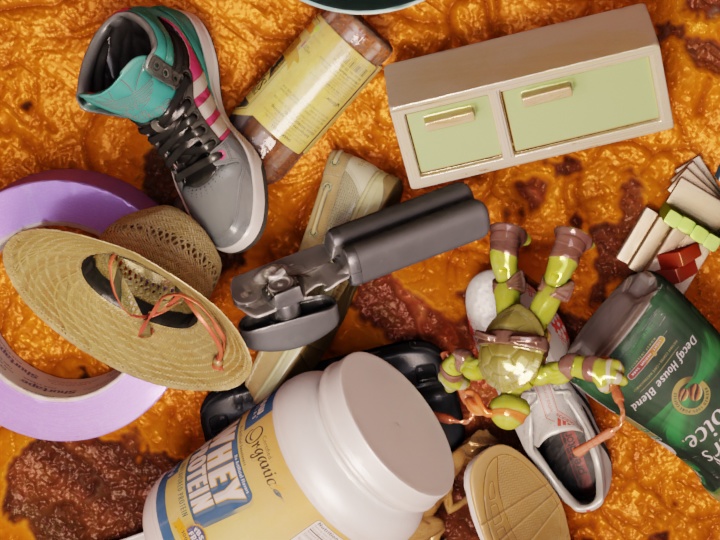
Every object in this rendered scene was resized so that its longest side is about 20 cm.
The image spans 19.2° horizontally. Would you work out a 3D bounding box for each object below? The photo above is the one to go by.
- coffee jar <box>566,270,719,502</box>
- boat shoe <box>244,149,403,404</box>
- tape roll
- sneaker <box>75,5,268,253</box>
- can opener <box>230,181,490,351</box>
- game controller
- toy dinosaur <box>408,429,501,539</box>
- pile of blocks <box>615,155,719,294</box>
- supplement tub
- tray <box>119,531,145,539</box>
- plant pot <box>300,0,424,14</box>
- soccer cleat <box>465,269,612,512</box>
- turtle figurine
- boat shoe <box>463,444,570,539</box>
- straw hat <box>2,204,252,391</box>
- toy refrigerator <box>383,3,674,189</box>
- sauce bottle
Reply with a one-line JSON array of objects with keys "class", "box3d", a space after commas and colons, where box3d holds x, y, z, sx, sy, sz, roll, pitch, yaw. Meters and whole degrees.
[{"class": "coffee jar", "box3d": [0.256, 0.097, 1.591, 0.200, 0.085, 0.104, 38, 92, -15]}, {"class": "boat shoe", "box3d": [-0.039, 0.008, 1.608, 0.063, 0.073, 0.201, 28, 90, 12]}, {"class": "tape roll", "box3d": [-0.225, 0.026, 1.629, 0.199, 0.066, 0.201, 0, 100, 2]}, {"class": "sneaker", "box3d": [-0.140, -0.109, 1.534, 0.084, 0.121, 0.200, -32, 68, 27]}, {"class": "can opener", "box3d": [0.000, 0.000, 1.559, 0.199, 0.053, 0.067, -20, 127, -14]}, {"class": "game controller", "box3d": [-0.022, 0.121, 1.654, 0.199, 0.042, 0.105, -14, 114, 6]}, {"class": "toy dinosaur", "box3d": [0.032, 0.198, 1.622, 0.060, 0.106, 0.200, 30, 62, 19]}, {"class": "pile of blocks", "box3d": [0.282, -0.053, 1.591, 0.200, 0.062, 0.082, -35, 97, 8]}, {"class": "supplement tub", "box3d": [-0.045, 0.164, 1.559, 0.200, 0.145, 0.145, -38, 97, 24]}, {"class": "tray", "box3d": [-0.157, 0.303, 1.697, 0.107, 0.022, 0.201, -19, 99, 5]}, {"class": "plant pot", "box3d": [0.004, -0.287, 1.511, 0.200, 0.161, 0.201, 0, 101, 2]}, {"class": "soccer cleat", "box3d": [0.137, 0.092, 1.612, 0.068, 0.085, 0.200, -23, 99, 7]}, {"class": "turtle figurine", "box3d": [0.109, 0.048, 1.553, 0.200, 0.064, 0.162, -1, 74, 41]}, {"class": "boat shoe", "box3d": [0.126, 0.218, 1.635, 0.071, 0.069, 0.200, -34, 109, -18]}, {"class": "straw hat", "box3d": [-0.149, 0.000, 1.535, 0.201, 0.201, 0.085, 29, 63, -3]}, {"class": "toy refrigerator", "box3d": [0.123, -0.126, 1.569, 0.199, 0.070, 0.076, -12, 126, 5]}, {"class": "sauce bottle", "box3d": [-0.062, -0.111, 1.595, 0.066, 0.066, 0.200, 42, 98, -5]}]
